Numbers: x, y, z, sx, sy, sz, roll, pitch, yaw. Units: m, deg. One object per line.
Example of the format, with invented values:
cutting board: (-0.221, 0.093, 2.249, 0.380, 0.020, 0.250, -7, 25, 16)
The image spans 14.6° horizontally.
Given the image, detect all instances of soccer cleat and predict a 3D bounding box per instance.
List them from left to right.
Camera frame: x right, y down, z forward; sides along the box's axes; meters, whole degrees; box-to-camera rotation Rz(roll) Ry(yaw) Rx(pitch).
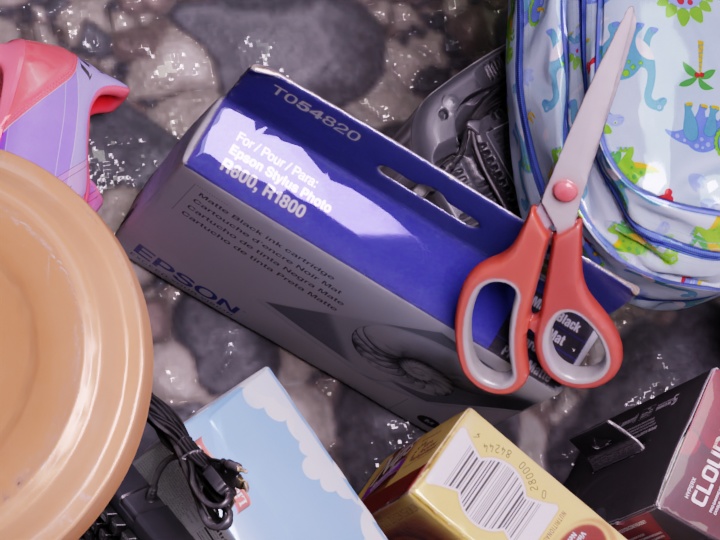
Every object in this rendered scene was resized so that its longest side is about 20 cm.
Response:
soccer cleat: (-0.157, -0.011, 1.280, 0.076, 0.067, 0.201, 16, 68, -18)

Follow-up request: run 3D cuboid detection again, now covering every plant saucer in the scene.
plant saucer: (-0.186, 0.040, 1.168, 0.199, 0.032, 0.202, -3, 73, 9)

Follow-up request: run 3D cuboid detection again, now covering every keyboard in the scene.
keyboard: (-0.096, 0.107, 1.187, 0.021, 0.128, 0.200, -3, 33, -38)

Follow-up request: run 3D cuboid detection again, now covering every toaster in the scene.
toaster: (0.082, -0.043, 1.335, 0.199, 0.129, 0.114, -29, 85, -24)

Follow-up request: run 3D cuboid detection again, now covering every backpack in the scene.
backpack: (0.137, -0.083, 1.231, 0.162, 0.154, 0.201, 14, 87, -21)

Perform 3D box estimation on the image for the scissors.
scissors: (0.075, -0.025, 1.159, 0.073, 0.201, 0.014, 8, 39, 11)

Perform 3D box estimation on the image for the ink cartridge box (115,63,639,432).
ink cartridge box: (0.000, 0.000, 1.256, 0.199, 0.200, 0.041, 30, 68, -8)

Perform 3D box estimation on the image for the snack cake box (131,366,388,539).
snack cake box: (-0.030, 0.156, 1.242, 0.067, 0.115, 0.200, -34, 88, -36)

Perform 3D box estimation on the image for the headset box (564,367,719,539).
headset box: (0.188, 0.127, 1.313, 0.199, 0.149, 0.078, 30, 69, -8)

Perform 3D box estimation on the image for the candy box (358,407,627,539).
candy box: (0.092, 0.157, 1.289, 0.200, 0.117, 0.057, 39, 66, -5)
